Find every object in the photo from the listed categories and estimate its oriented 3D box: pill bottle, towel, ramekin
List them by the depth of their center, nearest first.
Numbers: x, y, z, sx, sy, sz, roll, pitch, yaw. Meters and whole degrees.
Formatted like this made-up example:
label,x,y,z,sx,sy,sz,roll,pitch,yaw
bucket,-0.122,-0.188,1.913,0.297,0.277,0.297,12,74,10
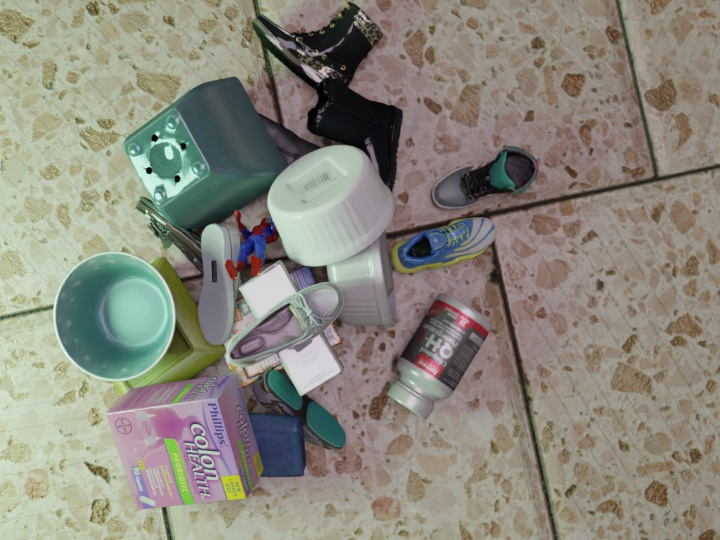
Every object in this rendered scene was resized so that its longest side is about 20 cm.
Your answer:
label,x,y,z,sx,sy,sz,roll,pitch,yaw
ramekin,-0.053,-0.111,1.486,0.199,0.201,0.098,-32,126,-6
towel,-0.188,0.290,1.556,0.197,0.049,0.113,1,109,12
ramekin,0.000,0.000,1.557,0.093,0.202,0.205,-9,87,6
pill bottle,0.131,0.150,1.594,0.110,0.111,0.201,33,84,-2

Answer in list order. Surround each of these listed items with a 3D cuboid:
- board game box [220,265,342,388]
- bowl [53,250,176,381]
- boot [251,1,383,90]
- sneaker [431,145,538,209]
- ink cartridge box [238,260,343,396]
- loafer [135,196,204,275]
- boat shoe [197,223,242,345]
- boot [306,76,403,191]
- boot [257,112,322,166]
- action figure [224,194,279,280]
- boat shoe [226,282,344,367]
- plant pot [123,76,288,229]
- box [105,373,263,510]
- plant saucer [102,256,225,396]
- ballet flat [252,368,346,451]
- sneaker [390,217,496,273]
label,x,y,z,sx,sy,sz,roll,pitch,yaw
board game box,-0.150,0.096,1.605,0.198,0.046,0.153,-23,89,-6
bowl,-0.377,0.070,1.487,0.198,0.105,0.204,0,92,6
boot,-0.074,-0.417,1.633,0.203,0.073,0.154,39,86,-9
sneaker,0.226,-0.160,1.618,0.198,0.121,0.085,-19,88,-6
ink cartridge box,-0.113,0.092,1.512,0.083,0.145,0.201,-30,90,-4
loafer,-0.310,-0.048,1.593,0.199,0.072,0.063,36,90,-4
boat shoe,-0.226,0.022,1.551,0.070,0.070,0.203,0,93,34
boot,-0.018,-0.217,1.597,0.167,0.076,0.203,15,78,-28
boot,-0.175,-0.183,1.613,0.199,0.066,0.166,28,83,-3
action figure,-0.176,-0.067,1.511,0.064,0.200,0.100,-7,109,8
boat shoe,-0.113,0.084,1.406,0.200,0.065,0.075,-27,90,-4
plant pot,-0.268,-0.186,1.507,0.195,0.200,0.198,-30,89,19
box,-0.280,0.277,1.494,0.198,0.097,0.178,-9,106,14
plant saucer,-0.363,0.112,1.564,0.199,0.048,0.201,-35,87,5
ballet flat,-0.110,0.245,1.588,0.072,0.072,0.200,-48,112,-6
sneaker,0.152,-0.044,1.612,0.198,0.105,0.076,-21,88,-6
